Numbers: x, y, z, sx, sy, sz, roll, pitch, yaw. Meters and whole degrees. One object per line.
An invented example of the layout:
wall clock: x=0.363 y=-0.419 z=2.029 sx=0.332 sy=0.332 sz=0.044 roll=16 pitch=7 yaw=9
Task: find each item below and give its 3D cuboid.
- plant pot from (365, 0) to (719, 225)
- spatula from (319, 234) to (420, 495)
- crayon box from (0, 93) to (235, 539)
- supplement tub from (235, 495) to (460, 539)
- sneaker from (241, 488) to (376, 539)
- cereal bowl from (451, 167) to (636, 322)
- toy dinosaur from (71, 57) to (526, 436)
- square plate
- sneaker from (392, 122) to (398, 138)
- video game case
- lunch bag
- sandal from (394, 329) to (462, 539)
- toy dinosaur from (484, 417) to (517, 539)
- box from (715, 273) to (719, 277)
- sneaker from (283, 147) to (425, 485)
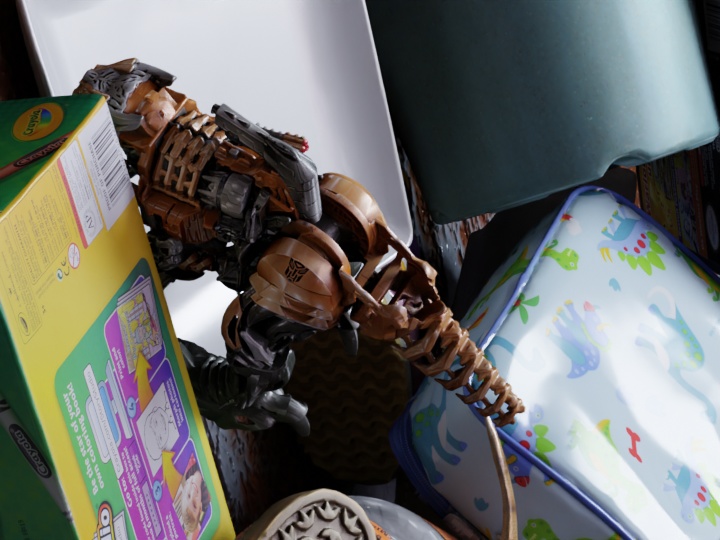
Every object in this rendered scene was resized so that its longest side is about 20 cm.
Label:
plant pot: x=0.076 y=-0.136 z=1.270 sx=0.200 sy=0.199 sz=0.198 roll=-24 pitch=97 yaw=-68
spatula: x=0.000 y=0.055 z=1.319 sx=0.057 sy=0.020 sz=0.201 roll=68 pitch=27 yaw=-47
crayon box: x=-0.113 y=0.051 z=0.973 sx=0.119 sy=0.058 sz=0.201 roll=-58 pitch=139 yaw=-57
supplement tub: x=0.011 y=0.172 z=1.183 sx=0.200 sy=0.122 sz=0.124 roll=37 pitch=51 yaw=-62
sneaker: x=-0.062 y=0.179 z=1.022 sx=0.067 sy=0.090 sz=0.201 roll=35 pitch=57 yaw=-24
cereal bowl: x=0.088 y=0.034 z=1.425 sx=0.200 sy=0.083 sz=0.202 roll=14 pitch=90 yaw=-89
toy dinosaur: x=-0.031 y=0.001 z=1.017 sx=0.102 sy=0.136 sz=0.200 roll=-31 pitch=75 yaw=-29
square plate: x=-0.061 y=-0.065 z=1.110 sx=0.198 sy=0.028 sz=0.201 roll=-34 pitch=119 yaw=-45
sneaker: x=0.054 y=-0.125 z=1.426 sx=0.200 sy=0.077 sz=0.083 roll=-29 pitch=111 yaw=-67
video game case: x=0.172 y=-0.101 z=1.329 sx=0.181 sy=0.025 sz=0.202 roll=-138 pitch=-141 yaw=-73
lunch bag: x=0.115 y=0.068 z=1.234 sx=0.160 sy=0.082 sz=0.200 roll=39 pitch=41 yaw=-5
sandal: x=0.044 y=0.136 z=1.340 sx=0.070 sy=0.077 sz=0.214 roll=35 pitch=57 yaw=-76
toy dinosaur: x=0.036 y=0.172 z=1.051 sx=0.201 sy=0.060 sz=0.106 roll=-56 pitch=145 yaw=-23
box: x=0.171 y=0.075 z=1.430 sx=0.200 sy=0.099 sz=0.096 roll=96 pitch=7 yaw=-70
sneaker: x=0.000 y=0.000 z=1.259 sx=0.090 sy=0.074 sz=0.202 roll=-38 pitch=121 yaw=-60
